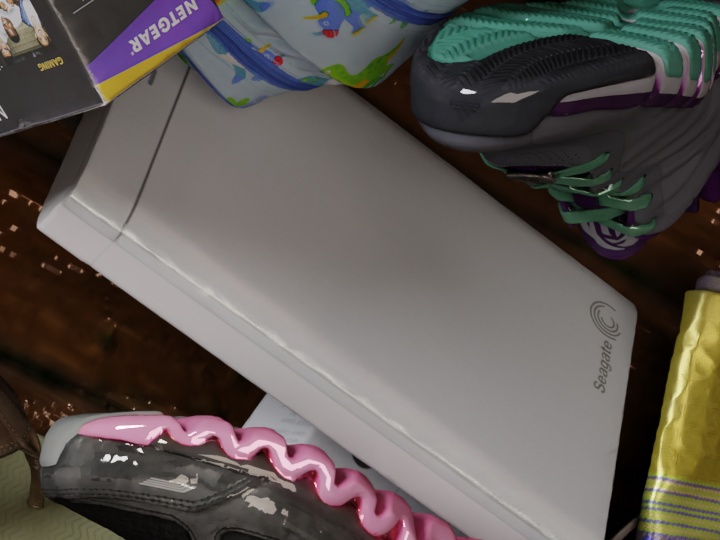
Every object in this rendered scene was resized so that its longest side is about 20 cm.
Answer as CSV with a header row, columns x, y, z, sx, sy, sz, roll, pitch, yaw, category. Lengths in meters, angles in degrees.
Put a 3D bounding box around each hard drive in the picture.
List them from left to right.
x,y,z,sx,sy,sz,roll,pitch,yaw,category
0.000,0.000,0.911,0.200,0.132,0.027,37,126,-16,hard drive

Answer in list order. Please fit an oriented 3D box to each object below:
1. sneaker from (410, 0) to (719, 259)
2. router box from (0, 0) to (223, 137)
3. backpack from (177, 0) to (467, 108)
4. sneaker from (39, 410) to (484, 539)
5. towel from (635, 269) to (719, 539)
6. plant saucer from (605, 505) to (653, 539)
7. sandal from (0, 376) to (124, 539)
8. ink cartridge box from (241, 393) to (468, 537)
x,y,z,sx,sy,sz,roll,pitch,yaw,category
0.077,-0.038,0.895,0.074,0.200,0.088,12,107,28,sneaker
-0.148,-0.110,0.822,0.052,0.199,0.158,-39,109,-37,router box
-0.039,-0.147,0.865,0.199,0.163,0.154,31,114,-14,backpack
-0.011,0.109,0.845,0.199,0.079,0.096,28,78,-16,sneaker
0.143,0.107,0.965,0.143,0.023,0.201,19,80,-40,towel
0.112,0.169,0.975,0.199,0.032,0.202,-3,94,-40,plant saucer
-0.150,0.043,0.901,0.200,0.080,0.057,33,129,-15,sandal
-0.009,0.166,0.921,0.200,0.040,0.200,50,62,-28,ink cartridge box
